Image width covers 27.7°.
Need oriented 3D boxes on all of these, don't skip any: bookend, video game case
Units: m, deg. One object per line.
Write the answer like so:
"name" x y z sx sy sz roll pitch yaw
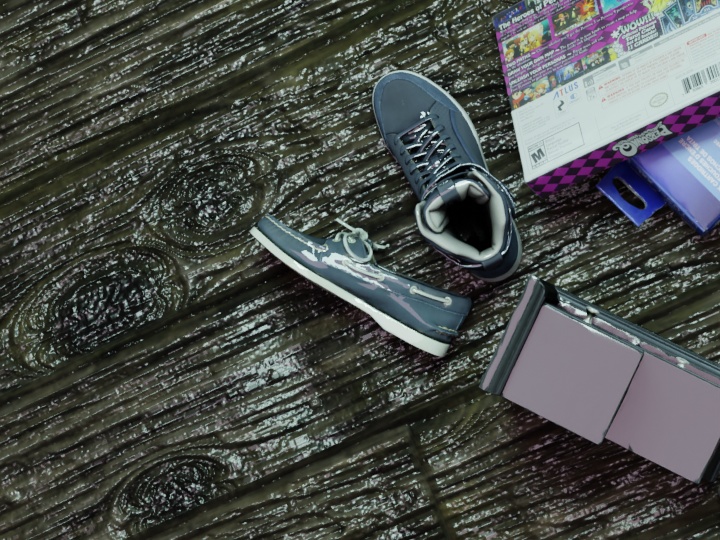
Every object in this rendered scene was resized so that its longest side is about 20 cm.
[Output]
"bookend" 0.207 0.089 1.135 0.197 0.200 0.093 26 93 12
"video game case" 0.208 -0.174 1.162 0.198 0.036 0.183 -25 51 24

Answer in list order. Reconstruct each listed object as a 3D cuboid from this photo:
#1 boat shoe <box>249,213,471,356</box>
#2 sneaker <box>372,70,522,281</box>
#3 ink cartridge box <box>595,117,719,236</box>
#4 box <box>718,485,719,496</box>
"boat shoe" 0.000 0.000 1.242 0.199 0.075 0.062 31 95 9
"sneaker" 0.065 -0.087 1.198 0.076 0.146 0.204 -33 81 10
"ink cartridge box" 0.280 -0.123 1.193 0.136 0.076 0.200 45 98 9
"box" 0.408 0.153 1.107 0.199 0.171 0.200 34 94 11
